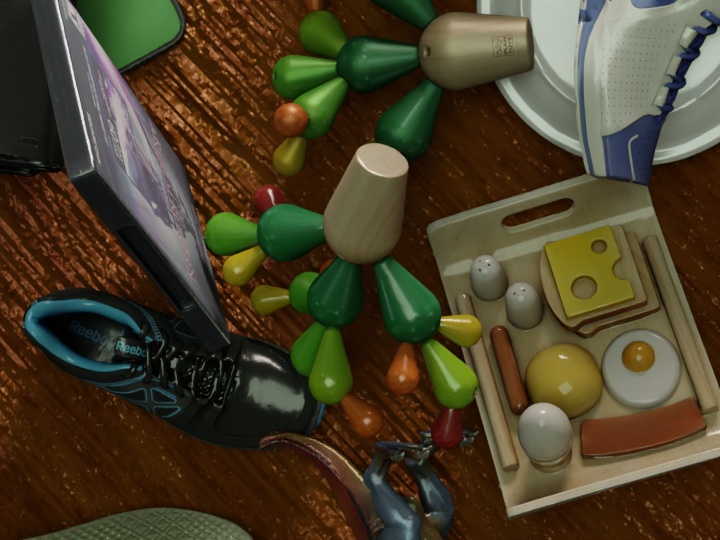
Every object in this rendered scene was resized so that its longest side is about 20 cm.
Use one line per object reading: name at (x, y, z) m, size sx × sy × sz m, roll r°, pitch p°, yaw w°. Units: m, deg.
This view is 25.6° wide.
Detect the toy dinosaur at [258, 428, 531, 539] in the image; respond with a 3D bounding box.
toy dinosaur at (0.045, 0.191, 0.975) m, size 0.198 × 0.105 × 0.183 m, roll 3°, pitch 98°, yaw 28°

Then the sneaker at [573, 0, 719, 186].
sneaker at (0.185, -0.148, 0.922) m, size 0.114 × 0.081 × 0.201 m, roll 3°, pitch 96°, yaw 14°

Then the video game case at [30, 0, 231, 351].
video game case at (-0.132, -0.057, 0.922) m, size 0.019 × 0.200 × 0.144 m, roll -22°, pitch 57°, yaw 6°

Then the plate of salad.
plate of salad at (0.172, -0.167, 0.988) m, size 0.198 × 0.048 × 0.202 m, roll 2°, pitch 97°, yaw 12°

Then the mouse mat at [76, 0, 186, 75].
mouse mat at (-0.223, -0.207, 1.061) m, size 0.160 × 0.008 × 0.201 m, roll -27°, pitch 83°, yaw 5°

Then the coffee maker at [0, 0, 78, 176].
coffee maker at (-0.236, -0.162, 0.962) m, size 0.133 × 0.192 × 0.202 m, roll 6°, pitch 90°, yaw -9°

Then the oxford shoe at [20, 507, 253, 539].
oxford shoe at (-0.162, 0.199, 1.008) m, size 0.198 × 0.075 × 0.058 m, roll -10°, pitch 127°, yaw -1°

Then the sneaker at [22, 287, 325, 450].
sneaker at (-0.120, 0.064, 0.994) m, size 0.198 × 0.082 × 0.074 m, roll 16°, pitch 86°, yaw 6°

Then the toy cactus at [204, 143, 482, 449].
toy cactus at (0.000, 0.000, 0.930) m, size 0.200 × 0.102 × 0.166 m, roll 41°, pitch 134°, yaw 26°

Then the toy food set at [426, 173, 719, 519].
toy food set at (0.130, 0.039, 0.948) m, size 0.142 × 0.061 × 0.201 m, roll -17°, pitch 62°, yaw 5°

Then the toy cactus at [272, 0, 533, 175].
toy cactus at (0.021, -0.135, 0.969) m, size 0.163 × 0.102 × 0.202 m, roll -5°, pitch 83°, yaw 14°
